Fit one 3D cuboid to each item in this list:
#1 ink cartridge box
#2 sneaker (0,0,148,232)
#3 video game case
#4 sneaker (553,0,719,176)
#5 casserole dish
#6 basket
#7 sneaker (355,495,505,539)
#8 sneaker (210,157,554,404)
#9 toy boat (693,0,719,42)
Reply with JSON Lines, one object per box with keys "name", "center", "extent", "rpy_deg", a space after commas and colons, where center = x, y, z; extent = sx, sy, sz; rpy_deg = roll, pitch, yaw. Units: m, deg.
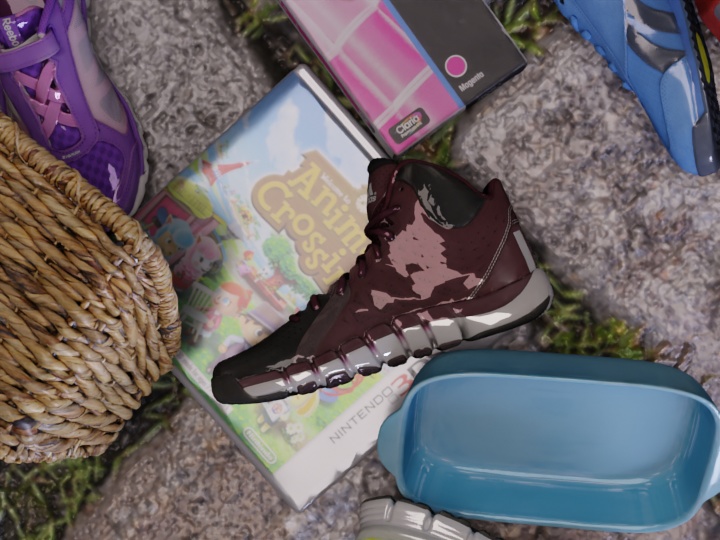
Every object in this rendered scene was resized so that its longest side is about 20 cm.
{"name": "ink cartridge box", "center": [0.000, -0.171, 0.897], "extent": [0.095, 0.037, 0.200], "rpy_deg": [-36, 88, -2]}
{"name": "sneaker", "center": [-0.183, -0.116, 0.893], "extent": [0.080, 0.088, 0.200], "rpy_deg": [-16, 92, 4]}
{"name": "video game case", "center": [-0.035, 0.011, 0.921], "extent": [0.182, 0.022, 0.200], "rpy_deg": [-41, 89, 6]}
{"name": "sneaker", "center": [0.149, -0.144, 0.880], "extent": [0.078, 0.066, 0.200], "rpy_deg": [-17, 91, 17]}
{"name": "casserole dish", "center": [0.110, 0.093, 0.881], "extent": [0.200, 0.039, 0.121], "rpy_deg": [5, 131, 2]}
{"name": "basket", "center": [-0.189, -0.008, 0.867], "extent": [0.200, 0.143, 0.149], "rpy_deg": [36, 99, 19]}
{"name": "sneaker", "center": [0.082, 0.203, 0.885], "extent": [0.200, 0.078, 0.090], "rpy_deg": [18, 70, 14]}
{"name": "sneaker", "center": [0.000, 0.000, 0.878], "extent": [0.200, 0.076, 0.116], "rpy_deg": [-18, 87, -5]}
{"name": "toy boat", "center": [0.277, -0.187, 0.828], "extent": [0.200, 0.131, 0.131], "rpy_deg": [-41, 90, 6]}
